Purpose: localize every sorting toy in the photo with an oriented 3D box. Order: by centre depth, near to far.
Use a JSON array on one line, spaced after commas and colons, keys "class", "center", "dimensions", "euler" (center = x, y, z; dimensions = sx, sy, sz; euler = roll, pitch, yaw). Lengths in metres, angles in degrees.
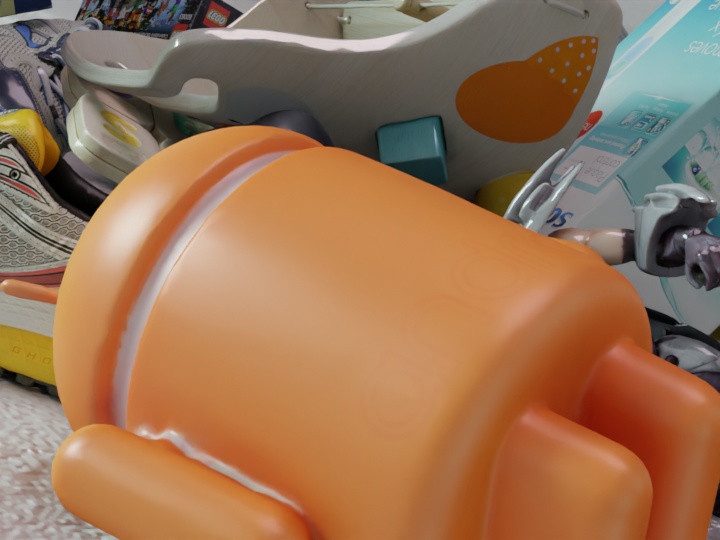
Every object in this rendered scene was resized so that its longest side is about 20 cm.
[{"class": "sorting toy", "center": [-0.025, -0.080, 0.740], "dimensions": [0.179, 0.108, 0.199], "euler": [7, 2, -33]}]

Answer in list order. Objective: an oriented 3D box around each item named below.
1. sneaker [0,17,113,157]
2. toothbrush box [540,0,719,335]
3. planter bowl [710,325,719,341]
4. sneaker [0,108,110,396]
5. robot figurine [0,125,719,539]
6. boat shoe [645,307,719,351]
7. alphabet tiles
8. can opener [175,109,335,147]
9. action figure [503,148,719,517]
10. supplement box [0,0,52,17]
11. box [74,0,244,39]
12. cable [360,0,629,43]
[{"class": "sneaker", "center": [-0.147, -0.089, 0.818], "dimensions": [0.084, 0.078, 0.200], "euler": [-14, 19, -7]}, {"class": "toothbrush box", "center": [0.145, -0.048, 0.800], "dimensions": [0.085, 0.200, 0.146], "euler": [48, -4, -17]}, {"class": "planter bowl", "center": [0.203, 0.045, 0.813], "dimensions": [0.199, 0.084, 0.200], "euler": [18, 12, -4]}, {"class": "sneaker", "center": [-0.138, -0.022, 0.577], "dimensions": [0.198, 0.083, 0.078], "euler": [16, 12, -9]}, {"class": "robot figurine", "center": [-0.001, 0.030, 0.474], "dimensions": [0.199, 0.144, 0.117], "euler": [25, -15, 30]}, {"class": "boat shoe", "center": [0.098, 0.049, 0.651], "dimensions": [0.199, 0.075, 0.066], "euler": [20, -2, -40]}, {"class": "alphabet tiles", "center": [-0.042, -0.027, 0.767], "dimensions": [0.199, 0.015, 0.196], "euler": [30, 18, -24]}, {"class": "can opener", "center": [0.000, 0.000, 0.687], "dimensions": [0.063, 0.079, 0.199], "euler": [-19, -32, 34]}, {"class": "action figure", "center": [0.099, 0.042, 0.577], "dimensions": [0.199, 0.131, 0.069], "euler": [29, 10, -7]}, {"class": "supplement box", "center": [-0.279, -0.194, 0.848], "dimensions": [0.198, 0.135, 0.200], "euler": [-14, 24, -21]}, {"class": "box", "center": [-0.054, -0.100, 1.004], "dimensions": [0.199, 0.038, 0.136], "euler": [27, -8, -36]}, {"class": "cable", "center": [0.075, -0.118, 1.034], "dimensions": [0.199, 0.069, 0.201], "euler": [22, -32, 24]}]
